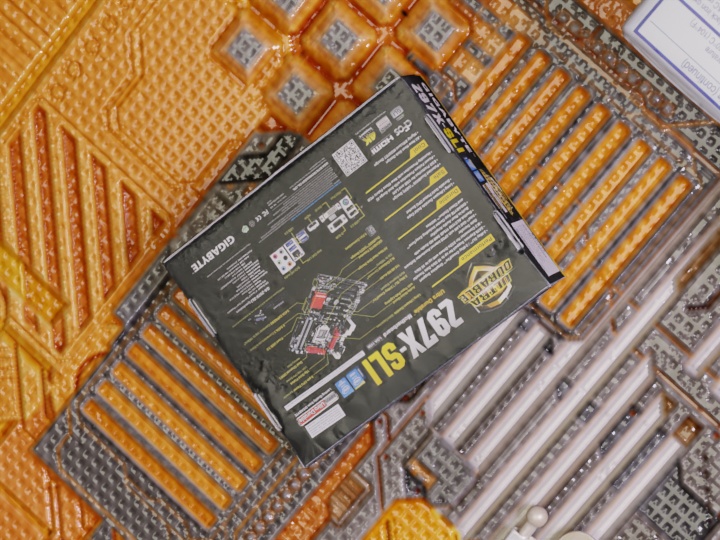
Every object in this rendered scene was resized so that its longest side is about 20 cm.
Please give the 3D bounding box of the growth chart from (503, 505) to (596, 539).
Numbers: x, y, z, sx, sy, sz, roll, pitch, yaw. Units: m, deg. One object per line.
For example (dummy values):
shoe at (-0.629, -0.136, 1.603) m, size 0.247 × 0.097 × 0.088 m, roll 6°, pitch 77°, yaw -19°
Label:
growth chart at (0.139, 0.256, 1.536) m, size 0.200 × 0.018 × 0.145 m, roll 45°, pitch 104°, yaw 8°

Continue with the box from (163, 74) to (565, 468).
box at (0.000, 0.000, 1.539) m, size 0.200 × 0.049 × 0.160 m, roll -38°, pitch 86°, yaw 15°

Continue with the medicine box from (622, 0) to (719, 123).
medicine box at (0.258, -0.174, 1.380) m, size 0.103 × 0.182 × 0.200 m, roll 43°, pitch 104°, yaw 9°
